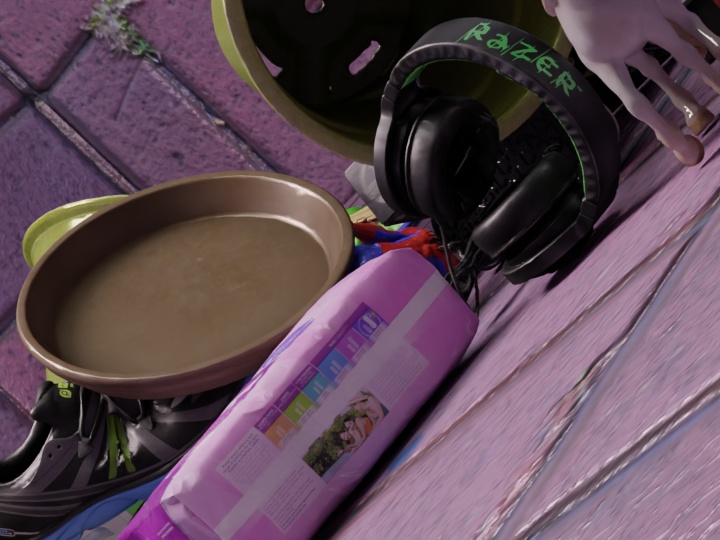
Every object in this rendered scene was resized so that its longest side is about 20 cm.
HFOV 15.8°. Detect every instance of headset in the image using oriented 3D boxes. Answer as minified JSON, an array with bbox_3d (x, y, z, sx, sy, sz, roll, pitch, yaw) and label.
[{"bbox_3d":[0.070,-0.050,1.306,0.094,0.123,0.201,-48,-17,-37],"label":"headset"}]

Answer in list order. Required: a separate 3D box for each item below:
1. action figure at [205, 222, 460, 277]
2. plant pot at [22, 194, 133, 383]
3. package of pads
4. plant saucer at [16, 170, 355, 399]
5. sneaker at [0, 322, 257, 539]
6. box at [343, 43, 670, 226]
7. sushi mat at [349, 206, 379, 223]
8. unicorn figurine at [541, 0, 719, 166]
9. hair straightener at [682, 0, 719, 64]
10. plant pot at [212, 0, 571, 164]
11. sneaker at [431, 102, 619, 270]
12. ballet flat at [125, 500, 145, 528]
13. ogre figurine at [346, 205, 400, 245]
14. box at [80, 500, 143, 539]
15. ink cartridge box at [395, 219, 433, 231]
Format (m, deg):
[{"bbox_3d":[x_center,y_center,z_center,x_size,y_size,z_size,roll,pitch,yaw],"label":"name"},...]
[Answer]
[{"bbox_3d":[0.000,0.000,1.578,0.199,0.066,0.052,-11,-41,-35],"label":"action figure"},{"bbox_3d":[-0.154,0.074,1.868,0.200,0.199,0.191,138,140,-57],"label":"plant pot"},{"bbox_3d":[-0.034,0.087,1.320,0.200,0.076,0.121,-49,1,-31],"label":"package of pads"},{"bbox_3d":[-0.097,0.010,1.477,0.199,0.030,0.201,-11,34,8],"label":"plant saucer"},{"bbox_3d":[-0.142,0.090,1.464,0.199,0.083,0.071,-33,15,2],"label":"sneaker"},{"bbox_3d":[0.098,-0.104,1.597,0.161,0.049,0.200,-44,-15,26],"label":"box"},{"bbox_3d":[0.058,-0.060,1.752,0.095,0.012,0.200,-12,12,38],"label":"sushi mat"},{"bbox_3d":[0.122,-0.117,1.186,0.074,0.137,0.200,-46,3,-3],"label":"unicorn figurine"},{"bbox_3d":[0.211,-0.163,1.434,0.077,0.041,0.200,-44,5,39],"label":"hair straightener"},{"bbox_3d":[-0.004,-0.157,1.442,0.200,0.200,0.190,-47,14,-11],"label":"plant pot"},{"bbox_3d":[0.100,-0.071,1.494,0.083,0.072,0.200,-47,3,-28],"label":"sneaker"},{"bbox_3d":[-0.106,0.169,1.452,0.200,0.071,0.071,-47,3,-41],"label":"ballet flat"},{"bbox_3d":[-0.001,-0.013,1.981,0.119,0.098,0.201,-20,37,41],"label":"ogre figurine"},{"bbox_3d":[-0.164,0.189,1.619,0.200,0.097,0.176,-48,1,-33],"label":"box"},{"bbox_3d":[0.001,0.031,1.781,0.200,0.044,0.094,-46,4,11],"label":"ink cartridge box"}]
